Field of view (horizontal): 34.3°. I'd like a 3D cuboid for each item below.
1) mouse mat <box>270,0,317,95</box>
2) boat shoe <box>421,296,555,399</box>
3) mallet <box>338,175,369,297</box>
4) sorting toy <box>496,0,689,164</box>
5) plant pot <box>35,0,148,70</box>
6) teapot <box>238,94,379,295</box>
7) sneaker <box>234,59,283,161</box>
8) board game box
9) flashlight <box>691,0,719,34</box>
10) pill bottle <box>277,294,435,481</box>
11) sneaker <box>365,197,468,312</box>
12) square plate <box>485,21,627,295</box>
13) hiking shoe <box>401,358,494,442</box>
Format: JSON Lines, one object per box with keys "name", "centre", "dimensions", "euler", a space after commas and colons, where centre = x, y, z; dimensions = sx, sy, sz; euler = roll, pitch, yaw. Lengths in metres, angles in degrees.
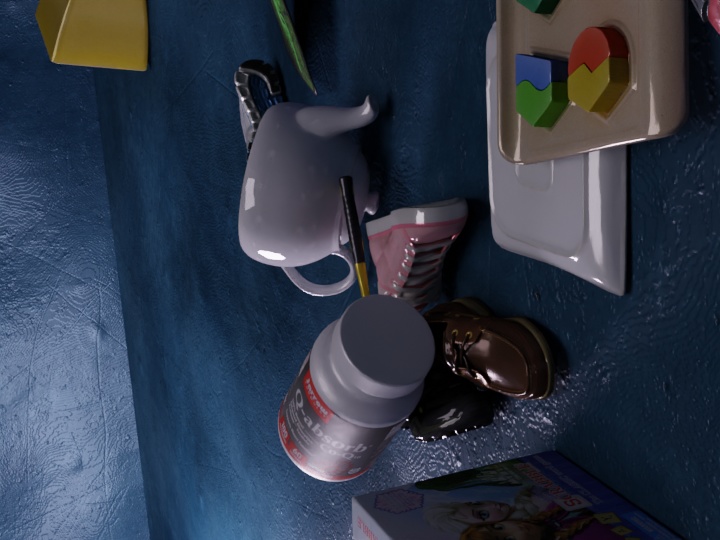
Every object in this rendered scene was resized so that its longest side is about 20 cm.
{"name": "mouse mat", "centre": [-0.099, -0.321, 1.423], "dimensions": [0.161, 0.007, 0.202], "euler": [-121, 11, -65]}
{"name": "boat shoe", "centre": [0.109, 0.075, 1.065], "dimensions": [0.200, 0.067, 0.073], "euler": [-153, 56, -65]}
{"name": "mallet", "centre": [0.000, 0.000, 1.224], "dimensions": [0.066, 0.040, 0.204], "euler": [-12, -89, -84]}
{"name": "sorting toy", "centre": [0.153, -0.178, 0.830], "dimensions": [0.199, 0.036, 0.189], "euler": [-2, 88, 64]}
{"name": "plant pot", "centre": [-0.531, -0.539, 2.352], "dimensions": [0.201, 0.197, 0.178], "euler": [60, 140, 43]}
{"name": "teapot", "centre": [-0.050, -0.086, 1.329], "dimensions": [0.200, 0.144, 0.201], "euler": [81, -157, -80]}
{"name": "sneaker", "centre": [-0.128, -0.182, 1.603], "dimensions": [0.087, 0.074, 0.203], "euler": [111, 150, -71]}
{"name": "board game box", "centre": [0.119, 0.212, 0.912], "dimensions": [0.200, 0.196, 0.042], "euler": [-151, 55, -63]}
{"name": "flashlight", "centre": [0.246, -0.103, 0.630], "dimensions": [0.068, 0.067, 0.202], "euler": [114, 143, -51]}
{"name": "pill bottle", "centre": [-0.005, 0.114, 1.130], "dimensions": [0.201, 0.114, 0.117], "euler": [118, 138, -52]}
{"name": "sneaker", "centre": [0.061, -0.011, 1.150], "dimensions": [0.200, 0.074, 0.107], "euler": [164, 96, -74]}
{"name": "square plate", "centre": [0.149, -0.096, 0.943], "dimensions": [0.200, 0.028, 0.202], "euler": [-151, 54, -64]}
{"name": "hiking shoe", "centre": [0.070, 0.112, 1.173], "dimensions": [0.200, 0.075, 0.102], "euler": [175, 83, -70]}
